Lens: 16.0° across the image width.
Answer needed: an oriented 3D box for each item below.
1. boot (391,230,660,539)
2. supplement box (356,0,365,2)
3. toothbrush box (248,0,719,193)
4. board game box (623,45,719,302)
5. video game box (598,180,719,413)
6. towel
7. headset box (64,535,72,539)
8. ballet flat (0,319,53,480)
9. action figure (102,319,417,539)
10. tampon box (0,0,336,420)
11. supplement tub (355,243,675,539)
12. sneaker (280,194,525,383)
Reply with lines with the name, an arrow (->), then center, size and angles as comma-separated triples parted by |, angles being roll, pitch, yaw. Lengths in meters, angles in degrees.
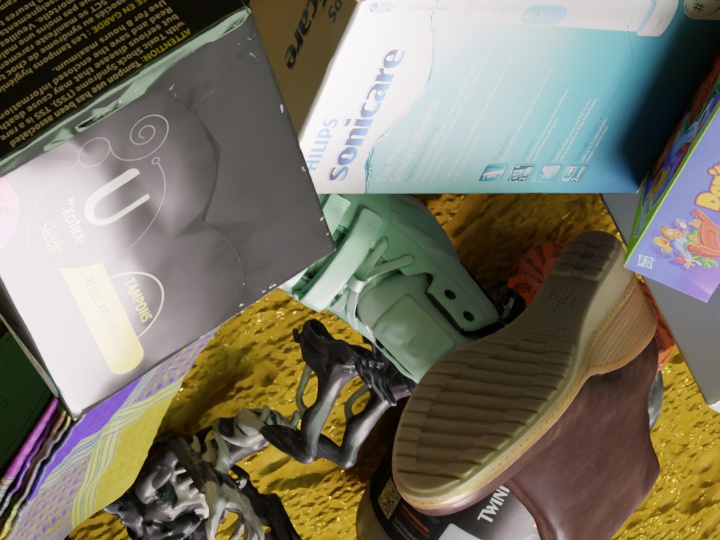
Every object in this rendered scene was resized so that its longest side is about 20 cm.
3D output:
boot -> 0.092, 0.097, 1.253 | 0.200, 0.072, 0.167 | -47, 138, -38
supplement box -> 0.000, -0.246, 0.904 | 0.197, 0.200, 0.133 | -39, 145, -1
toothbrush box -> 0.057, -0.113, 1.162 | 0.199, 0.085, 0.147 | -3, 138, -28
board game box -> 0.186, -0.101, 1.217 | 0.045, 0.200, 0.135 | 23, 135, -3
video game box -> 0.185, -0.004, 1.327 | 0.047, 0.200, 0.182 | -34, 152, 19
towel -> -0.113, 0.066, 1.190 | 0.144, 0.023, 0.200 | -36, 164, -50
headset box -> -0.140, 0.223, 1.329 | 0.075, 0.149, 0.200 | -33, 145, -11
ballet flat -> -0.130, 0.017, 1.201 | 0.200, 0.072, 0.072 | -51, 143, 15
action figure -> -0.053, 0.113, 1.319 | 0.200, 0.102, 0.119 | -40, 151, 19
tampon box -> -0.124, -0.076, 0.975 | 0.126, 0.200, 0.150 | -33, 144, -10
supplement tub -> 0.088, 0.092, 1.419 | 0.122, 0.123, 0.200 | -1, 130, -42
sneaker -> 0.000, 0.000, 1.242 | 0.200, 0.118, 0.074 | 16, 118, -50
